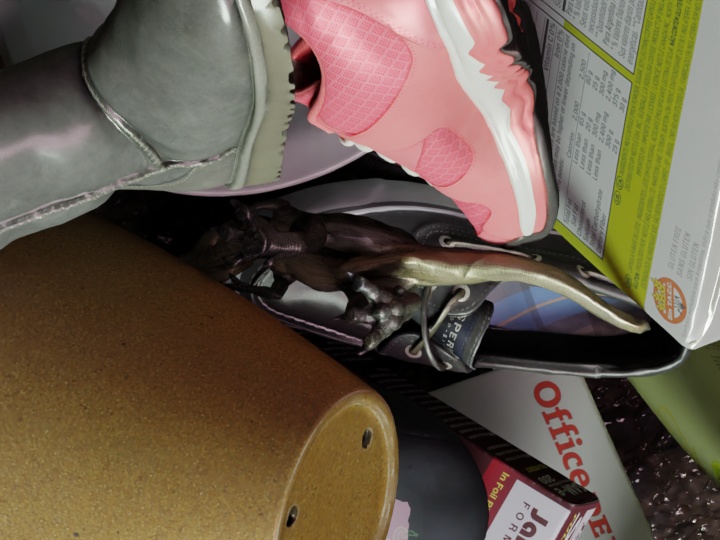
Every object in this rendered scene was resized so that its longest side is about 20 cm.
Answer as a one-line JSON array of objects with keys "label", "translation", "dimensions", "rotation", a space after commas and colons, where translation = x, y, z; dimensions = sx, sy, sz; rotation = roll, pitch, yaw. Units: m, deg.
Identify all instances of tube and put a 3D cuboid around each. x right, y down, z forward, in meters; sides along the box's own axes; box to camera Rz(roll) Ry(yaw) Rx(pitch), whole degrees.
[{"label": "tube", "translation": [0.154, 0.062, 1.277], "dimensions": [0.058, 0.200, 0.052], "rotation": [3, 123, -24]}]

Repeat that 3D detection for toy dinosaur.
[{"label": "toy dinosaur", "translation": [0.000, 0.000, 1.086], "dimensions": [0.088, 0.200, 0.048], "rotation": [-7, 105, -60]}]

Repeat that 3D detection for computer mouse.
[{"label": "computer mouse", "translation": [-0.048, 0.080, 1.171], "dimensions": [0.200, 0.053, 0.139], "rotation": [18, 108, 12]}]

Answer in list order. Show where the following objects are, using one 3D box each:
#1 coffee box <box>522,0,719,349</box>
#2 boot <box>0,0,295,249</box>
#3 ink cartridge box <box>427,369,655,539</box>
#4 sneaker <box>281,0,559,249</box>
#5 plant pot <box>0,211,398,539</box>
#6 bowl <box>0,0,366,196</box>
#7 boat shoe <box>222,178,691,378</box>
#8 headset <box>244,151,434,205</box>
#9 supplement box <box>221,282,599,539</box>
[{"label": "coffee box", "translation": [0.155, -0.128, 1.110], "dimensions": [0.199, 0.198, 0.200], "rotation": [-18, 133, -29]}, {"label": "boot", "translation": [-0.124, -0.047, 0.948], "dimensions": [0.200, 0.073, 0.182], "rotation": [-12, 152, -9]}, {"label": "ink cartridge box", "translation": [0.028, 0.139, 1.312], "dimensions": [0.200, 0.147, 0.086], "rotation": [-20, 153, -6]}, {"label": "sneaker", "translation": [0.018, -0.069, 1.024], "dimensions": [0.087, 0.074, 0.200], "rotation": [-9, 152, 8]}, {"label": "plant pot", "translation": [-0.095, 0.064, 1.065], "dimensions": [0.186, 0.200, 0.187], "rotation": [-36, 133, -53]}, {"label": "bowl", "translation": [-0.051, -0.134, 1.053], "dimensions": [0.201, 0.090, 0.201], "rotation": [-12, 121, -20]}, {"label": "boat shoe", "translation": [0.044, 0.014, 1.188], "dimensions": [0.200, 0.066, 0.070], "rotation": [8, 122, -20]}, {"label": "headset", "translation": [-0.007, -0.053, 1.228], "dimensions": [0.200, 0.094, 0.124], "rotation": [18, 119, -49]}, {"label": "supplement box", "translation": [-0.014, 0.092, 1.231], "dimensions": [0.109, 0.200, 0.061], "rotation": [-61, 167, 6]}]
